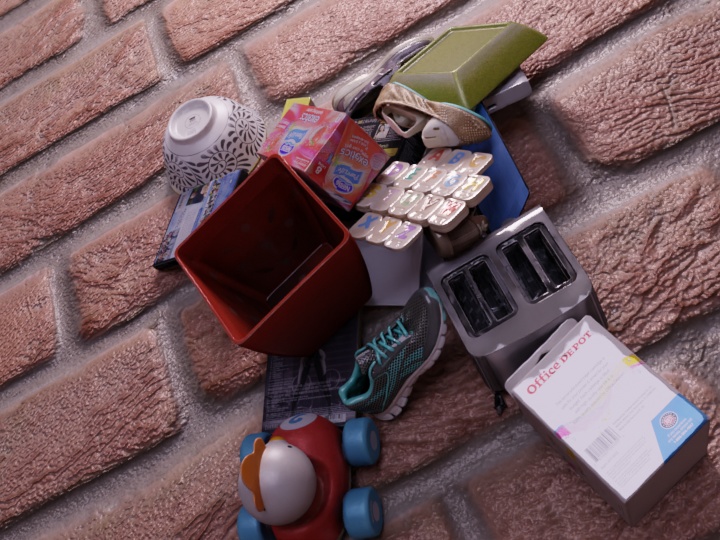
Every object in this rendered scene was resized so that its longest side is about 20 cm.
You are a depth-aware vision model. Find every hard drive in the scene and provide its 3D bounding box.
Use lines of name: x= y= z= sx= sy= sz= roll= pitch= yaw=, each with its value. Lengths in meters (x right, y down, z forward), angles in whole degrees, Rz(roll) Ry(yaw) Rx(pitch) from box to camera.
hard drive: x=0.176 y=-0.290 z=1.373 sx=0.131 sy=0.026 sz=0.201 roll=-24 pitch=31 yaw=11

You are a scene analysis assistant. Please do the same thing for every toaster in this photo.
toaster: x=0.199 y=0.042 z=1.150 sx=0.179 sy=0.119 sz=0.201 roll=-30 pitch=53 yaw=7

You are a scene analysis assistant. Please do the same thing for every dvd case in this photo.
dvd case: x=-0.067 y=0.129 z=1.275 sx=0.147 sy=0.016 sz=0.202 roll=-11 pitch=62 yaw=24
dvd case: x=-0.260 y=-0.079 z=1.449 sx=0.199 sy=0.017 sz=0.144 roll=-12 pitch=55 yaw=49

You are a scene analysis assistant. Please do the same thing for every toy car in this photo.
toy car: x=-0.090 y=0.247 z=1.106 sx=0.182 sy=0.200 sz=0.179 roll=-11 pitch=62 yaw=18

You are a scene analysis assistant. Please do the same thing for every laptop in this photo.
laptop: x=0.127 y=-0.099 z=1.271 sx=0.198 sy=0.116 sz=0.189 roll=-26 pitch=53 yaw=8

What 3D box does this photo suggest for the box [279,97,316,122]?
box: x=-0.111 y=-0.177 z=1.457 sx=0.050 sy=0.075 sz=0.202 roll=2 pitch=63 yaw=26

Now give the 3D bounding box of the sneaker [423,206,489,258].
sneaker: x=0.118 y=-0.076 z=1.213 sx=0.075 sy=0.071 sz=0.201 roll=-21 pitch=28 yaw=1

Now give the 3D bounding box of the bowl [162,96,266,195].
bowl: x=-0.271 y=-0.232 z=1.552 sx=0.198 sy=0.094 sz=0.203 roll=-12 pitch=56 yaw=19

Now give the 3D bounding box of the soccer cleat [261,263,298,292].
soccer cleat: x=-0.155 y=-0.050 z=1.410 sx=0.084 sy=0.069 sz=0.201 roll=-22 pitch=52 yaw=-6

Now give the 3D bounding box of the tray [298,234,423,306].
tray: x=0.000 y=0.000 z=1.317 sx=0.198 sy=0.022 sz=0.109 roll=0 pitch=76 yaw=27

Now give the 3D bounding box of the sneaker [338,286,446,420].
sneaker: x=0.038 y=0.109 z=1.148 sx=0.078 sy=0.090 sz=0.202 roll=48 pitch=121 yaw=44

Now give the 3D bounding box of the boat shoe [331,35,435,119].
boat shoe: x=0.047 y=-0.301 z=1.463 sx=0.199 sy=0.072 sz=0.065 roll=-32 pitch=58 yaw=9

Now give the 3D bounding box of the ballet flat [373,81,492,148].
ballet flat: x=0.094 y=-0.205 z=1.262 sx=0.199 sy=0.071 sz=0.065 roll=29 pitch=73 yaw=41

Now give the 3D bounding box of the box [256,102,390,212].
box: x=-0.058 y=-0.166 z=1.296 sx=0.103 sy=0.094 sz=0.200 roll=-53 pitch=29 yaw=-4

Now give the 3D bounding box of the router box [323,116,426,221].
router box: x=-0.003 y=-0.155 z=1.376 sx=0.198 sy=0.052 sz=0.159 roll=1 pitch=61 yaw=44

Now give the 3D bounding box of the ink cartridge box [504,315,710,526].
ink cartridge box: x=0.275 y=0.162 z=1.028 sx=0.128 sy=0.125 sz=0.200 roll=-42 pitch=57 yaw=-4

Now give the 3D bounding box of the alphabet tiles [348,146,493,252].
alphabet tiles: x=0.077 y=-0.100 z=1.188 sx=0.195 sy=0.015 sz=0.199 roll=-44 pitch=34 yaw=-21

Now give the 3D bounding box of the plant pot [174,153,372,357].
plant pot: x=-0.097 y=0.002 z=1.236 sx=0.200 sy=0.176 sz=0.200 roll=-44 pitch=54 yaw=2

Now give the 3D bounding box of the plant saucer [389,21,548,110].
plant saucer: x=0.145 y=-0.312 z=1.350 sx=0.200 sy=0.048 sz=0.199 roll=-43 pitch=31 yaw=-23
